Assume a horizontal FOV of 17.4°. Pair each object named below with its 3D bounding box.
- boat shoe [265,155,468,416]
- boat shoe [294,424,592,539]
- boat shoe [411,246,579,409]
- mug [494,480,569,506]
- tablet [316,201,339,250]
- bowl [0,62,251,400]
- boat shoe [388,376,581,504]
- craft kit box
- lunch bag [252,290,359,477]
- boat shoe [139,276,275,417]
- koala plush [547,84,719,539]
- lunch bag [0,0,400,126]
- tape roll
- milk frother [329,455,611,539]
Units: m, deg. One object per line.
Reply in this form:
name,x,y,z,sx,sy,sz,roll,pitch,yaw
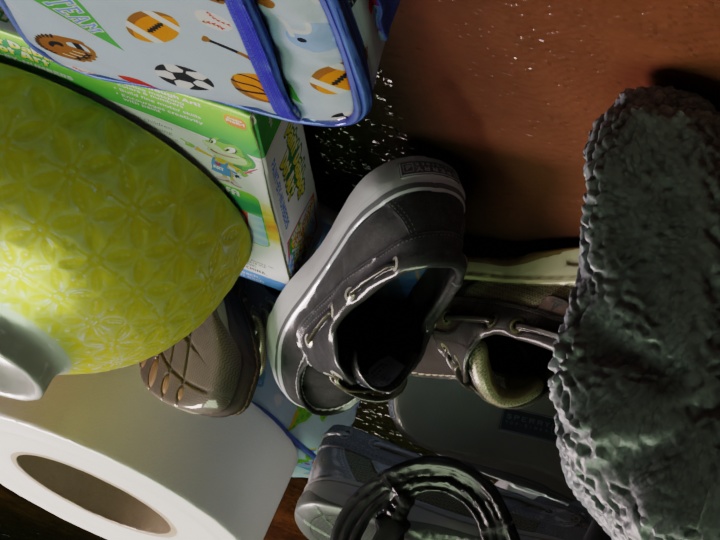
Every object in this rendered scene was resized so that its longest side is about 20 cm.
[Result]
boat shoe,0.007,0.026,1.125,0.070,0.066,0.200,3,147,-22
boat shoe,0.068,0.136,1.274,0.201,0.065,0.075,13,146,8
boat shoe,0.070,0.033,1.150,0.073,0.065,0.200,33,153,-26
mug,0.161,0.175,1.402,0.199,0.148,0.175,-12,149,5
tablet,0.000,0.000,1.248,0.200,0.014,0.130,28,162,-18
bowl,-0.162,-0.005,1.103,0.200,0.108,0.200,22,160,8
boat shoe,0.111,0.093,1.308,0.200,0.070,0.072,18,177,-3
craft kit box,-0.122,-0.075,1.098,0.199,0.049,0.198,20,162,11
lunch bag,-0.105,0.052,1.415,0.199,0.083,0.161,13,162,27
boat shoe,-0.078,0.022,1.247,0.073,0.075,0.200,16,-163,-23
koala plush,0.168,0.047,0.954,0.177,0.184,0.200,16,174,18
lunch bag,-0.063,-0.124,0.848,0.160,0.076,0.200,15,163,14
tape roll,-0.140,0.099,1.357,0.202,0.071,0.203,22,161,8
milk frother,0.064,0.174,1.134,0.199,0.181,0.188,5,168,11
